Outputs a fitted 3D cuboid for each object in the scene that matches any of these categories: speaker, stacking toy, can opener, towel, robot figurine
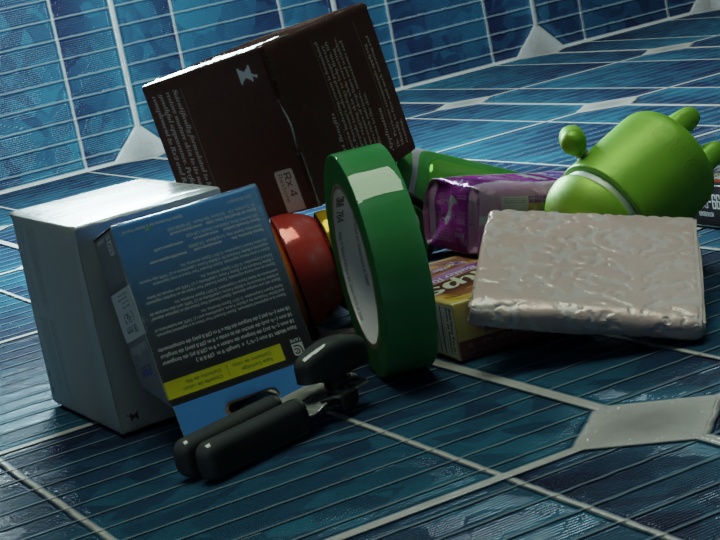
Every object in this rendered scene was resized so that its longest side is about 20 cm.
[{"bbox_3d":[0.121,-0.073,1.931,0.198,0.089,0.088,13,6,-14],"label":"speaker"},{"bbox_3d":[-0.035,-0.011,1.725,0.198,0.147,0.146,-22,12,-3],"label":"stacking toy"},{"bbox_3d":[-0.070,0.110,1.461,0.052,0.067,0.199,1,21,43],"label":"can opener"},{"bbox_3d":[0.199,0.003,1.583,0.198,0.033,0.191,2,28,8],"label":"towel"},{"bbox_3d":[0.259,-0.073,1.737,0.200,0.176,0.116,-41,6,-23],"label":"robot figurine"}]

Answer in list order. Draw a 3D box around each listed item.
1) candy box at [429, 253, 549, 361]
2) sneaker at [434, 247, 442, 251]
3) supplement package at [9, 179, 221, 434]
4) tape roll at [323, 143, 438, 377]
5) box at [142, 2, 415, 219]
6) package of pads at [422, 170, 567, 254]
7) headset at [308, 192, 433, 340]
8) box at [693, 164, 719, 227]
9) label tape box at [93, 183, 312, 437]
[{"bbox_3d":[0.096,0.030,1.692,0.116,0.057,0.200,-15,13,-21],"label":"candy box"},{"bbox_3d":[0.108,-0.053,2.038,0.198,0.079,0.140,-11,10,6],"label":"sneaker"},{"bbox_3d":[-0.210,0.026,1.675,0.146,0.193,0.200,-17,13,-25],"label":"supplement package"},{"bbox_3d":[0.016,-0.009,1.588,0.048,0.202,0.200,-14,11,-11],"label":"tape roll"},{"bbox_3d":[-0.079,-0.154,1.827,0.163,0.167,0.200,-12,12,36],"label":"box"},{"bbox_3d":[0.174,-0.059,1.829,0.198,0.077,0.120,-3,8,-25],"label":"package of pads"},{"bbox_3d":[0.000,0.000,1.827,0.199,0.124,0.094,-31,41,-21],"label":"headset"},{"bbox_3d":[0.454,-0.095,1.955,0.198,0.050,0.157,-17,12,-24],"label":"box"},{"bbox_3d":[-0.127,0.044,1.543,0.143,0.202,0.063,-17,-4,-27],"label":"label tape box"}]
